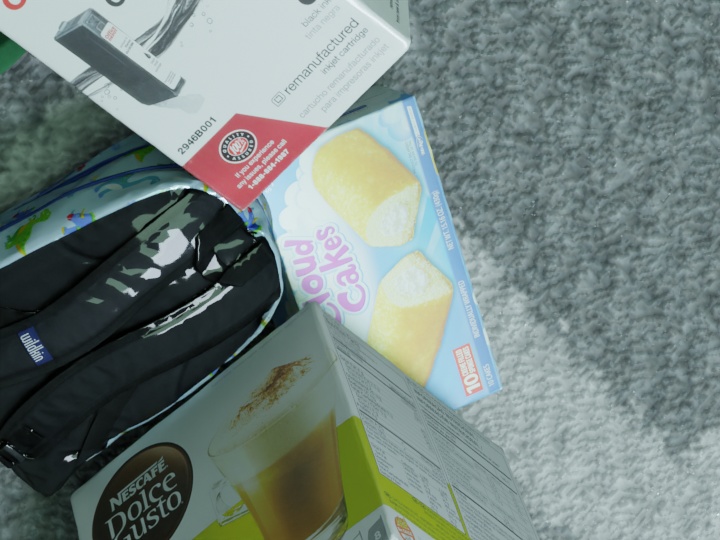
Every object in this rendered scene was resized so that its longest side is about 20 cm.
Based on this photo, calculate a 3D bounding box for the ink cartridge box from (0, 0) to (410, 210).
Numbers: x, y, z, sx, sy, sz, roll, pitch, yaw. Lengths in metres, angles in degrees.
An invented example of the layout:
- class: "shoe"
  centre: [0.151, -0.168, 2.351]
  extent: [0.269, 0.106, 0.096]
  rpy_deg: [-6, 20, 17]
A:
- class: "ink cartridge box"
  centre: [-0.092, -0.152, 1.273]
  extent: [0.200, 0.084, 0.144]
  rpy_deg: [37, 115, -22]

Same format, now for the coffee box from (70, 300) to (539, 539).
- class: "coffee box"
  centre: [-0.020, 0.182, 1.363]
  extent: [0.199, 0.198, 0.200]
  rpy_deg: [-38, 131, 16]

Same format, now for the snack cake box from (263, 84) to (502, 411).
- class: "snack cake box"
  centre: [0.000, 0.000, 1.459]
  extent: [0.114, 0.067, 0.201]
  rpy_deg: [-23, 108, -17]

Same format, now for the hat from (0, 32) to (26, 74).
- class: "hat"
  centre: [-0.292, -0.199, 1.324]
  extent: [0.200, 0.175, 0.167]
  rpy_deg: [44, 58, -59]

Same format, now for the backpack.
- class: "backpack"
  centre: [-0.141, 0.008, 1.366]
  extent: [0.199, 0.154, 0.163]
  rpy_deg: [-28, 115, 20]
